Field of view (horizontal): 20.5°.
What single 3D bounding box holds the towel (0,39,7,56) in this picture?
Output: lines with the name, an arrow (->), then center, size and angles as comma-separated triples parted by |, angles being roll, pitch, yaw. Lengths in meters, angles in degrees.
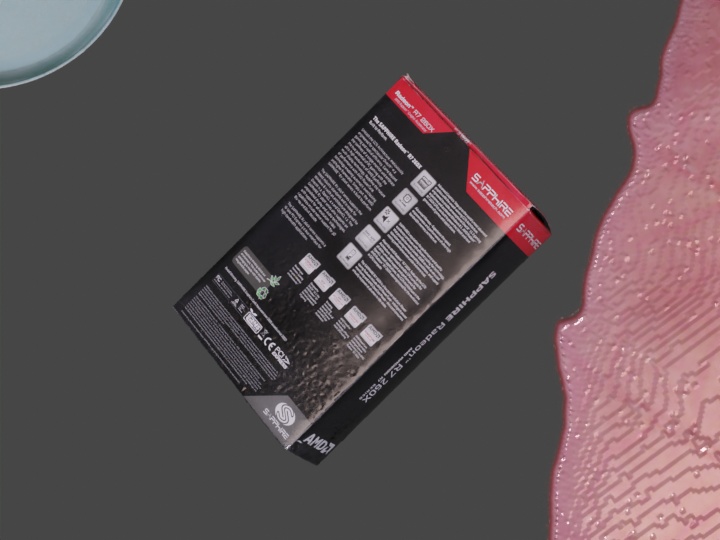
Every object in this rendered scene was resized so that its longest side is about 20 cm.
towel -> -0.334, -0.165, 1.373 | 0.148, 0.036, 0.200 | -46, 62, 3

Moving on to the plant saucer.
plant saucer -> -0.245, -0.211, 1.317 | 0.198, 0.027, 0.202 | 0, 75, -1

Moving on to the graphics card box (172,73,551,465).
graphics card box -> 0.000, 0.000, 1.170 | 0.200, 0.051, 0.126 | -45, 63, 3
